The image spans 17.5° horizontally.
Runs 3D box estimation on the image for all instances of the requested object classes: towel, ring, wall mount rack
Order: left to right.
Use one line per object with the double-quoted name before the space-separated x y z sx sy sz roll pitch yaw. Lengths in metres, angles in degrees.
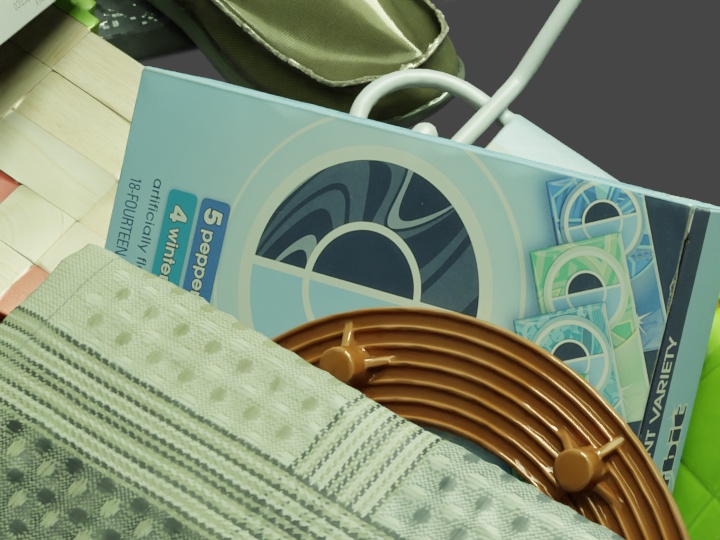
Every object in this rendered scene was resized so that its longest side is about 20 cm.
"towel" -0.050 0.097 0.543 0.200 0.035 0.193 29 60 26
"ring" 0.009 0.111 0.705 0.200 0.019 0.201 -1 89 29
"wall mount rack" 0.101 -0.044 0.859 0.200 0.075 0.174 36 58 11

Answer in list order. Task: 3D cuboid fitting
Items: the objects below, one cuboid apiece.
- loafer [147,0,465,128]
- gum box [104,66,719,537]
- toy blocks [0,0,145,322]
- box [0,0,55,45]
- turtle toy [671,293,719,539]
"loafer" -0.042 -0.124 0.945 0.200 0.070 0.075 34 59 24
"gum box" 0.003 0.039 0.744 0.199 0.045 0.171 15 96 29
"toy blocks" -0.111 -0.007 0.849 0.136 0.100 0.200 33 54 10
"box" -0.204 -0.099 0.858 0.199 0.060 0.117 -15 19 22
"turtle toy" 0.140 0.061 0.749 0.146 0.200 0.101 48 23 27
